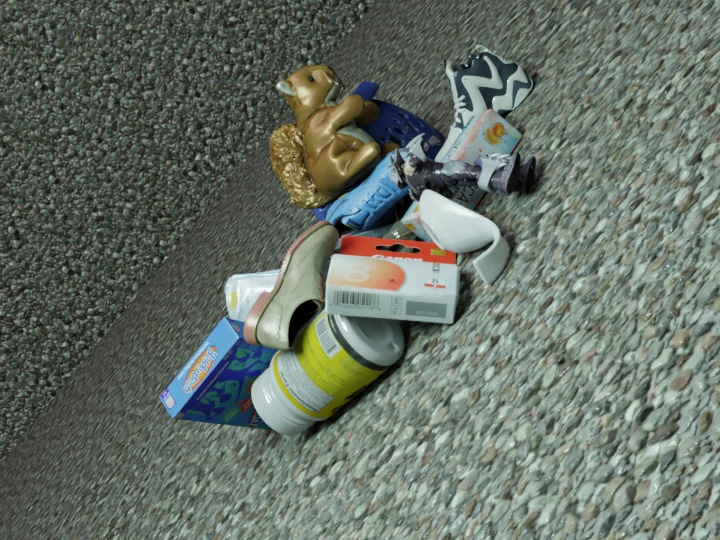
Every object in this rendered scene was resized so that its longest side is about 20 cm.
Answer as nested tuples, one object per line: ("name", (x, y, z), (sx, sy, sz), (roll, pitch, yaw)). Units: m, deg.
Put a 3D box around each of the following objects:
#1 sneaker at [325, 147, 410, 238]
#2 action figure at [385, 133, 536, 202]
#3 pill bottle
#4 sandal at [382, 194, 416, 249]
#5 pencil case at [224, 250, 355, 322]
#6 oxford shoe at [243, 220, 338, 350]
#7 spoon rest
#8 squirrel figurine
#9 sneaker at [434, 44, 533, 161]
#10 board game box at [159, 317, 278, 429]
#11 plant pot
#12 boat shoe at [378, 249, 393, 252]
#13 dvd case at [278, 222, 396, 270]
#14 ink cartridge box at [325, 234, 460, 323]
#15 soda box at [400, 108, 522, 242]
("sneaker", (0.019, -0.100, 1.733), (0.200, 0.066, 0.078), (-37, 23, 38))
("action figure", (0.121, -0.128, 1.556), (0.200, 0.130, 0.069), (5, 76, 29))
("pill bottle", (-0.047, 0.124, 1.554), (0.200, 0.114, 0.114), (-42, 18, 30))
("sandal", (0.076, -0.095, 1.765), (0.082, 0.055, 0.200), (-31, 9, 39))
("pencil case", (-0.085, 0.031, 1.636), (0.200, 0.091, 0.083), (-12, 43, 17))
("oxford shoe", (-0.070, 0.023, 1.537), (0.075, 0.070, 0.200), (17, 63, 27))
("spoon rest", (0.132, -0.046, 1.504), (0.061, 0.099, 0.200), (-36, 30, -4))
("squirrel figurine", (-0.068, -0.202, 1.785), (0.200, 0.187, 0.142), (-38, -4, 24))
("sneaker", (0.153, -0.256, 1.813), (0.199, 0.130, 0.080), (-47, 15, 17))
("board game box", (-0.156, 0.146, 1.641), (0.152, 0.200, 0.045), (-51, 56, 17))
("plant pot", (0.000, -0.181, 1.944), (0.200, 0.180, 0.200), (-42, 10, 27))
("boat shoe", (0.000, 0.000, 1.778), (0.200, 0.072, 0.068), (-23, 26, 50))
("dvd case", (-0.030, -0.027, 1.799), (0.200, 0.018, 0.143), (-18, -8, -45))
("ink cartridge box", (0.046, -0.007, 1.522), (0.200, 0.162, 0.050), (-81, -6, -57))
("soda box", (0.143, -0.130, 1.682), (0.200, 0.064, 0.068), (-55, 15, -15))
